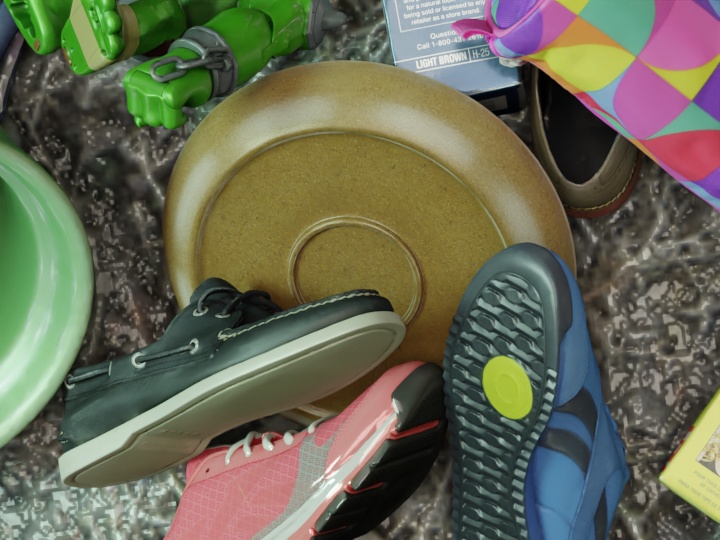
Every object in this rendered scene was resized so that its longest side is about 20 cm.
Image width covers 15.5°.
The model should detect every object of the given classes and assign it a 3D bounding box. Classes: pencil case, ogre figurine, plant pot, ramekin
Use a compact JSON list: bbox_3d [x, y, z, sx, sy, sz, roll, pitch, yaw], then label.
[{"bbox_3d":[0.141,-0.088,1.187,0.200,0.088,0.089,32,89,-21],"label":"pencil case"},{"bbox_3d":[-0.093,-0.131,1.236,0.119,0.200,0.099,-18,107,-27],"label":"ogre figurine"},{"bbox_3d":[0.000,0.000,1.228,0.199,0.028,0.201,6,120,11],"label":"plant pot"},{"bbox_3d":[-0.232,-0.002,1.219,0.200,0.200,0.098,-39,41,1],"label":"ramekin"}]

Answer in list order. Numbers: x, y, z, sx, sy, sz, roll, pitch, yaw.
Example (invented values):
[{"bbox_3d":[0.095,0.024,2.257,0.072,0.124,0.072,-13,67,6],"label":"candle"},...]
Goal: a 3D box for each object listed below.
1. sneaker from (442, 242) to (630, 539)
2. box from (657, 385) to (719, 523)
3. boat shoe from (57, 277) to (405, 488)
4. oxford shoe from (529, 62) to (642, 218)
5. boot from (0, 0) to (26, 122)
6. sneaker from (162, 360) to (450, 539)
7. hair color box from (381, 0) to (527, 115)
[{"bbox_3d":[0.086,0.070,1.215,0.066,0.078,0.201,25,128,40],"label":"sneaker"},{"bbox_3d":[0.214,0.029,1.238,0.050,0.075,0.200,34,91,7],"label":"box"},{"bbox_3d":[-0.066,0.038,1.215,0.199,0.074,0.066,-29,65,38],"label":"boat shoe"},{"bbox_3d":[0.112,-0.128,1.254,0.070,0.075,0.201,-3,86,5],"label":"oxford shoe"},{"bbox_3d":[-0.233,-0.057,1.281,0.090,0.073,0.201,23,92,4],"label":"boot"},{"bbox_3d":[-0.042,0.103,1.239,0.087,0.074,0.200,48,111,18],"label":"sneaker"},{"bbox_3d":[0.033,-0.174,1.251,0.060,0.100,0.201,-11,86,3],"label":"hair color box"}]
